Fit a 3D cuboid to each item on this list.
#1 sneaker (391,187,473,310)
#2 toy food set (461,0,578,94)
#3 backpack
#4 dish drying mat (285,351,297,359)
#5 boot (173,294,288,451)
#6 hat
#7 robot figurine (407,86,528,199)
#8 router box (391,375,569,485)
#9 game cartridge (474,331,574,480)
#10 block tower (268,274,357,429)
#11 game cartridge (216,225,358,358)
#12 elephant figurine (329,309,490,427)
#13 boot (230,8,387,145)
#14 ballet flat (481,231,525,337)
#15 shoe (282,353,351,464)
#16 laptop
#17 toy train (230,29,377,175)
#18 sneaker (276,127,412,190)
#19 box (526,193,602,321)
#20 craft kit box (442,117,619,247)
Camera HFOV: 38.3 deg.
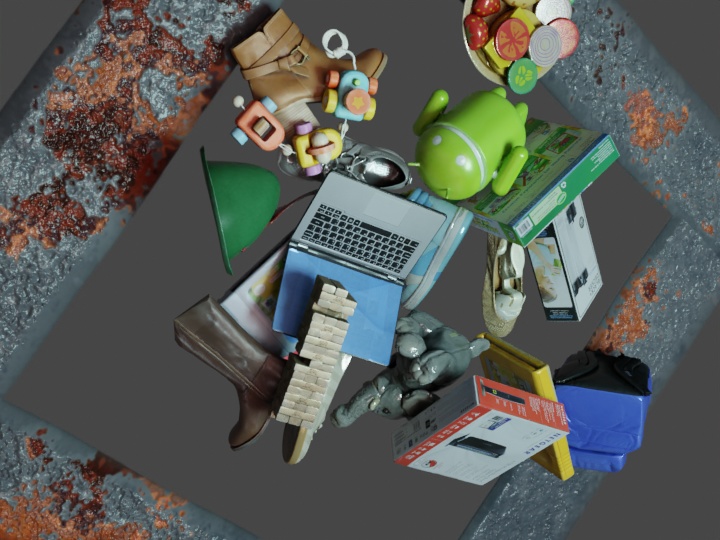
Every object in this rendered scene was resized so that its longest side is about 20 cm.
[{"bbox_3d":[0.071,-0.041,1.524,0.130,0.080,0.201,31,127,2],"label":"sneaker"},{"bbox_3d":[0.239,-0.371,1.533,0.201,0.049,0.198,-50,119,-7],"label":"toy food set"},{"bbox_3d":[0.387,0.221,1.692,0.160,0.200,0.170,11,109,15],"label":"backpack"},{"bbox_3d":[-0.087,0.060,1.507,0.076,0.018,0.201,33,89,-26],"label":"dish drying mat"},{"bbox_3d":[-0.197,0.143,1.448,0.199,0.064,0.187,36,116,-14],"label":"boot"},{"bbox_3d":[-0.110,-0.101,1.353,0.173,0.201,0.167,-13,125,-8],"label":"hat"},{"bbox_3d":[0.159,-0.181,1.493,0.200,0.175,0.116,-40,159,-28],"label":"robot figurine"},{"bbox_3d":[0.174,0.239,1.521,0.178,0.049,0.200,19,137,-30],"label":"router box"},{"bbox_3d":[0.255,0.211,1.630,0.032,0.176,0.202,-24,113,-19],"label":"game cartridge"},{"bbox_3d":[-0.063,0.113,1.381,0.053,0.058,0.203,17,98,-16],"label":"block tower"},{"bbox_3d":[-0.097,0.034,1.469,0.200,0.040,0.134,-43,113,-6],"label":"game cartridge"},{"bbox_3d":[0.072,0.169,1.564,0.141,0.154,0.202,-40,159,-57],"label":"elephant figurine"},{"bbox_3d":[-0.066,-0.286,1.393,0.200,0.073,0.156,-42,108,-22],"label":"boot"},{"bbox_3d":[0.229,0.016,1.626,0.070,0.065,0.203,-12,109,-22],"label":"ballet flat"},{"bbox_3d":[-0.063,0.193,1.525,0.053,0.070,0.203,18,93,-21],"label":"shoe"},{"bbox_3d":[0.000,0.000,1.411,0.185,0.117,0.201,19,125,-22],"label":"laptop"},{"bbox_3d":[-0.064,-0.209,1.342,0.200,0.056,0.151,-43,114,-5],"label":"toy train"},{"bbox_3d":[-0.018,-0.153,1.442,0.197,0.082,0.076,3,103,-21],"label":"sneaker"},{"bbox_3d":[0.316,-0.034,1.631,0.117,0.059,0.202,-45,124,-46],"label":"box"},{"bbox_3d":[0.244,-0.135,1.517,0.200,0.197,0.049,-42,121,-9],"label":"craft kit box"}]
